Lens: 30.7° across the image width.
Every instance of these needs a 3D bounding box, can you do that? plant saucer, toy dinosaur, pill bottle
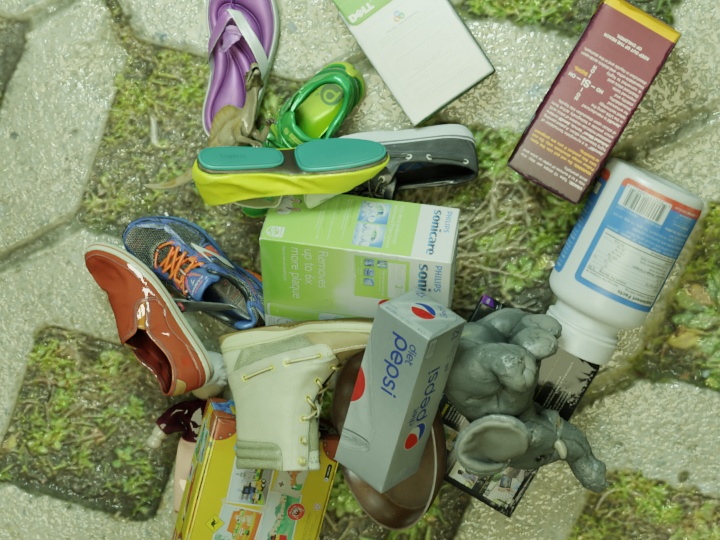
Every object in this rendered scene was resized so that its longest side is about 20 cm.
[{"bbox_3d":[0.035,0.181,1.429,0.034,0.200,0.201,-7,102,-33],"label":"plant saucer"},{"bbox_3d":[-0.144,-0.127,1.410,0.200,0.058,0.101,-47,53,25],"label":"toy dinosaur"},{"bbox_3d":[0.267,-0.007,1.380,0.112,0.112,0.200,26,103,3],"label":"pill bottle"}]

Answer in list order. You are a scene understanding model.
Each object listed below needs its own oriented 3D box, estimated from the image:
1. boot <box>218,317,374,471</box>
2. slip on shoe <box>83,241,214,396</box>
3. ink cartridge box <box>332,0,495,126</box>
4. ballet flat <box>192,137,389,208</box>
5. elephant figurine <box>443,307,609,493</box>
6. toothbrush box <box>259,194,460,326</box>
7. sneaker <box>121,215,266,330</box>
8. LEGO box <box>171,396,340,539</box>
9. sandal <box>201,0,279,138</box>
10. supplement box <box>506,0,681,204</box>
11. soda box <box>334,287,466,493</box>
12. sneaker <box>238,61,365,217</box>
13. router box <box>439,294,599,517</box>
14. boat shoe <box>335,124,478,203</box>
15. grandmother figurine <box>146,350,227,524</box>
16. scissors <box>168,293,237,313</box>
[{"bbox_3d":[-0.046,0.129,1.364,0.200,0.072,0.155,-8,85,18],"label":"boot"},{"bbox_3d":[-0.240,0.053,1.433,0.200,0.061,0.074,53,141,5],"label":"slip on shoe"},{"bbox_3d":[0.046,-0.264,1.391,0.104,0.059,0.200,-34,94,12],"label":"ink cartridge box"},{"bbox_3d":[-0.071,-0.095,1.341,0.200,0.067,0.067,-3,126,-6],"label":"ballet flat"},{"bbox_3d":[0.153,0.151,1.361,0.155,0.141,0.200,17,124,45],"label":"elephant figurine"},{"bbox_3d":[0.000,0.000,1.398,0.200,0.086,0.146,7,137,5],"label":"toothbrush box"},{"bbox_3d":[-0.177,0.003,1.459,0.200,0.078,0.075,30,102,2],"label":"sneaker"},{"bbox_3d":[-0.120,0.258,1.467,0.149,0.077,0.200,13,98,-16],"label":"LEGO box"},{"bbox_3d":[-0.133,-0.233,1.425,0.082,0.050,0.203,5,102,7],"label":"sandal"},{"bbox_3d":[0.238,-0.177,1.354,0.086,0.110,0.200,30,102,2],"label":"supplement box"},{"bbox_3d":[0.037,0.121,1.308,0.068,0.063,0.200,34,126,27],"label":"soda box"},{"bbox_3d":[-0.076,-0.144,1.416,0.074,0.084,0.200,38,103,-1],"label":"sneaker"},{"bbox_3d":[0.151,0.150,1.453,0.149,0.051,0.200,30,102,4],"label":"router box"},{"bbox_3d":[0.030,-0.103,1.393,0.200,0.070,0.066,-9,57,-11],"label":"boat shoe"},{"bbox_3d":[-0.183,0.191,1.507,0.121,0.061,0.200,3,98,-21],"label":"grandmother figurine"},{"bbox_3d":[-0.202,0.043,1.448,0.200,0.014,0.073,15,124,35],"label":"scissors"}]
